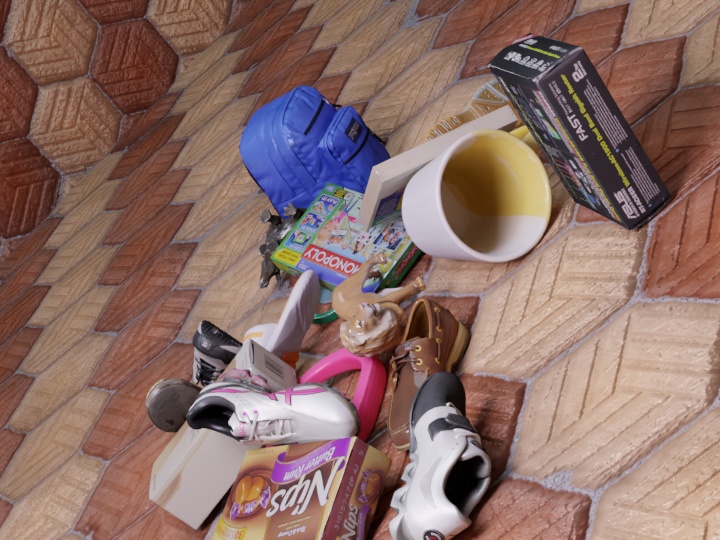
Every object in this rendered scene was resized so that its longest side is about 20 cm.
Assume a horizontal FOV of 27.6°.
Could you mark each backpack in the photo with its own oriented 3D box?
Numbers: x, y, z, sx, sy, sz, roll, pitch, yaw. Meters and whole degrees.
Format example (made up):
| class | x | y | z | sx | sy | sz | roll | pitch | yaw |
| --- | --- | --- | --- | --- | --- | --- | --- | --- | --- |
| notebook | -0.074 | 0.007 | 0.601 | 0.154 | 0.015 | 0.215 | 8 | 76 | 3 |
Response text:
| class | x | y | z | sx | sy | sz | roll | pitch | yaw |
| --- | --- | --- | --- | --- | --- | --- | --- | --- | --- |
| backpack | -0.064 | -0.168 | 2.123 | 0.167 | 0.200 | 0.163 | -29 | 23 | 30 |

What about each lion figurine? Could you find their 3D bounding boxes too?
| class | x | y | z | sx | sy | sz | roll | pitch | yaw |
| --- | --- | --- | --- | --- | --- | --- | --- | --- | --- |
| lion figurine | 0.010 | 0.045 | 1.712 | 0.122 | 0.073 | 0.200 | -27 | 16 | -13 |

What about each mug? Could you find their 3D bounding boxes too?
| class | x | y | z | sx | sy | sz | roll | pitch | yaw |
| --- | --- | --- | --- | --- | --- | --- | --- | --- | --- |
| mug | 0.138 | -0.080 | 1.716 | 0.185 | 0.151 | 0.153 | -13 | -1 | -24 |

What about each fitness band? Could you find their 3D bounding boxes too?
| class | x | y | z | sx | sy | sz | roll | pitch | yaw |
| --- | --- | --- | --- | --- | --- | --- | --- | --- | --- |
| fitness band | -0.039 | 0.162 | 1.657 | 0.143 | 0.037 | 0.201 | -30 | 25 | 29 |

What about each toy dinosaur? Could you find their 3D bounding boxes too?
| class | x | y | z | sx | sy | sz | roll | pitch | yaw |
| --- | --- | --- | --- | --- | --- | --- | --- | --- | --- |
| toy dinosaur | -0.082 | -0.058 | 2.061 | 0.199 | 0.077 | 0.102 | -34 | -17 | 10 |

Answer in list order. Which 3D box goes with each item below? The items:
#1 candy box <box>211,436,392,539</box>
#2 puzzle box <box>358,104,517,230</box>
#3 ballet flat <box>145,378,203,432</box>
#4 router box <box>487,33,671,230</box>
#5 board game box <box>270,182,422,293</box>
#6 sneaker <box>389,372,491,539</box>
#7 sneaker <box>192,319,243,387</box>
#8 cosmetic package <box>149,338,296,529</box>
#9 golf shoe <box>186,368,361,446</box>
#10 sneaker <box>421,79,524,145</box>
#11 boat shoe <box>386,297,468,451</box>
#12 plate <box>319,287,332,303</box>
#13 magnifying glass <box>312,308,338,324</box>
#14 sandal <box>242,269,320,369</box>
| class | x | y | z | sx | sy | sz | roll | pitch | yaw |
| --- | --- | --- | --- | --- | --- | --- | --- | --- | --- |
| candy box | -0.063 | 0.239 | 1.493 | 0.199 | 0.056 | 0.118 | -15 | 47 | 52 |
| puzzle box | 0.094 | -0.127 | 1.817 | 0.199 | 0.026 | 0.133 | -25 | -18 | -19 |
| ballet flat | -0.209 | 0.162 | 1.777 | 0.046 | 0.200 | 0.068 | 42 | 97 | 25 |
| router box | 0.231 | -0.150 | 1.554 | 0.062 | 0.201 | 0.150 | -37 | 21 | -3 |
| board game box | -0.011 | -0.034 | 1.898 | 0.199 | 0.029 | 0.135 | 21 | 67 | 44 |
| sneaker | 0.090 | 0.171 | 1.366 | 0.088 | 0.074 | 0.201 | -27 | 35 | 35 |
| sneaker | -0.182 | 0.120 | 1.889 | 0.080 | 0.073 | 0.200 | -54 | -12 | -6 |
| cosmetic package | -0.160 | 0.189 | 1.705 | 0.201 | 0.071 | 0.105 | -52 | 14 | 9 |
| golf shoe | -0.092 | 0.161 | 1.554 | 0.198 | 0.073 | 0.092 | 5 | 26 | 34 |
| sneaker | 0.159 | -0.187 | 1.939 | 0.199 | 0.076 | 0.088 | -30 | -18 | -14 |
| boat shoe | 0.058 | 0.107 | 1.547 | 0.072 | 0.068 | 0.201 | -27 | 25 | 33 |
| plate | 0.003 | -0.035 | 1.989 | 0.199 | 0.026 | 0.201 | -36 | 21 | 16 |
| magnifying glass | 0.000 | 0.000 | 1.900 | 0.199 | 0.022 | 0.080 | -32 | 50 | 7 |
| sandal | -0.110 | 0.088 | 1.827 | 0.059 | 0.079 | 0.208 | 9 | 56 | 24 |
